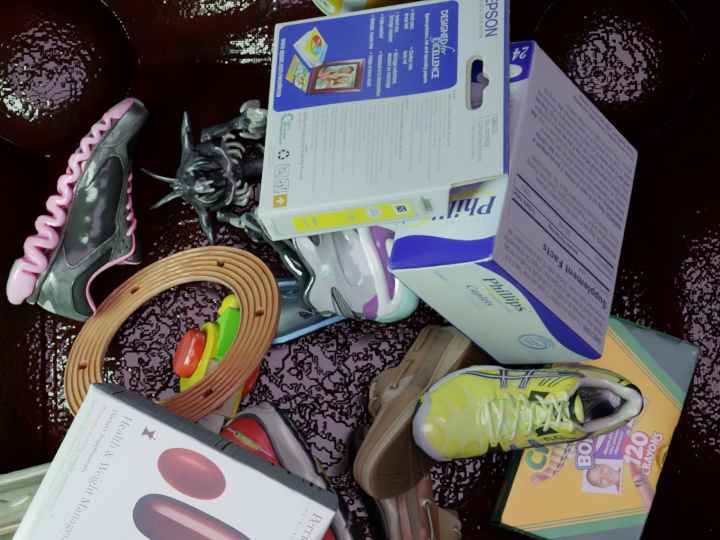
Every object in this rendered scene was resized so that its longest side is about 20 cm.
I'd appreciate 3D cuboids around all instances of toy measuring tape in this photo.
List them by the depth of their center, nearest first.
[{"bbox_3d":[-0.130,0.113,1.677,0.074,0.074,0.200,16,71,-3],"label":"toy measuring tape"}]

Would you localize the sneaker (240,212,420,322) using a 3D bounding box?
[{"bbox_3d":[-0.028,-0.056,1.629,0.140,0.078,0.200,-2,77,-13],"label":"sneaker"}]

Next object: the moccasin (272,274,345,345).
[{"bbox_3d":[0.000,0.000,1.704,0.200,0.080,0.068,-21,89,-8],"label":"moccasin"}]

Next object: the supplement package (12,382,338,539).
[{"bbox_3d":[-0.146,0.211,1.498,0.200,0.147,0.191,26,88,1],"label":"supplement package"}]

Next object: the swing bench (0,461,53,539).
[{"bbox_3d":[-0.248,0.254,1.634,0.199,0.130,0.200,-13,80,-5],"label":"swing bench"}]

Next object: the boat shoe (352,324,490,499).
[{"bbox_3d":[0.039,0.115,1.665,0.064,0.071,0.200,13,38,26],"label":"boat shoe"}]

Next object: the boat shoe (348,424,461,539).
[{"bbox_3d":[0.050,0.220,1.687,0.074,0.076,0.200,-15,85,-12],"label":"boat shoe"}]

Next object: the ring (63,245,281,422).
[{"bbox_3d":[-0.152,0.061,1.653,0.200,0.200,0.019,-40,130,-8],"label":"ring"}]

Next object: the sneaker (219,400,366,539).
[{"bbox_3d":[-0.055,0.208,1.689,0.085,0.077,0.200,-32,80,4],"label":"sneaker"}]

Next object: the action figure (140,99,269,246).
[{"bbox_3d":[-0.081,-0.088,1.698,0.200,0.102,0.119,-14,96,-8],"label":"action figure"}]

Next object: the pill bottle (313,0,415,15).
[{"bbox_3d":[0.011,-0.277,1.676,0.111,0.200,0.111,1,84,-5],"label":"pill bottle"}]

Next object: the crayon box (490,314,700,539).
[{"bbox_3d":[0.199,0.140,1.715,0.119,0.058,0.200,19,82,-3],"label":"crayon box"}]

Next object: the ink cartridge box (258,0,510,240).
[{"bbox_3d":[0.024,-0.125,1.592,0.200,0.047,0.198,-6,54,13],"label":"ink cartridge box"}]

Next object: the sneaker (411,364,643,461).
[{"bbox_3d":[0.135,0.107,1.618,0.200,0.076,0.075,-11,90,-25],"label":"sneaker"}]

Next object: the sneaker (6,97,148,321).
[{"bbox_3d":[-0.218,-0.047,1.699,0.095,0.079,0.200,28,90,-5],"label":"sneaker"}]

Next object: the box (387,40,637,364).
[{"bbox_3d":[0.127,-0.050,1.639,0.105,0.184,0.200,-6,59,36],"label":"box"}]
